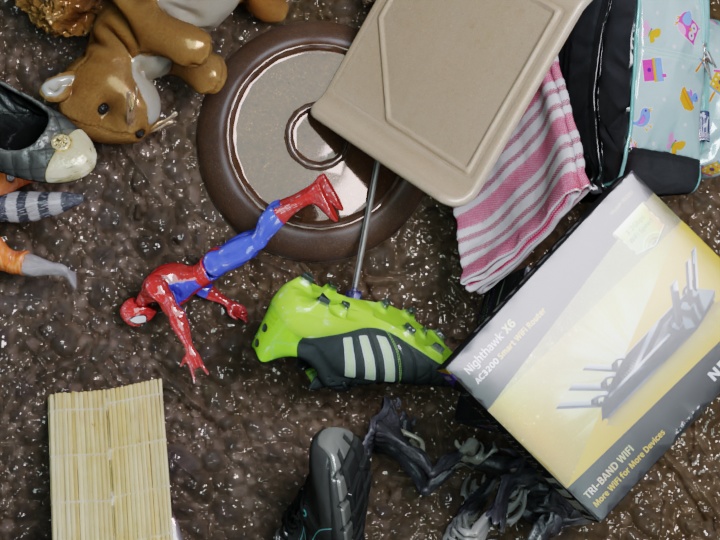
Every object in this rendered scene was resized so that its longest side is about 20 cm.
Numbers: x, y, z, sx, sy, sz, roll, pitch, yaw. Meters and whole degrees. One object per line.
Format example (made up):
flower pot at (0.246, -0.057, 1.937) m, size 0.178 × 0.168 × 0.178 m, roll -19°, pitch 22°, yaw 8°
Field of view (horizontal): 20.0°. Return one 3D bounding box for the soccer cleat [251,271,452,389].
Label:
soccer cleat at (-0.001, 0.062, 1.621) m, size 0.199 × 0.068 × 0.081 m, roll 22°, pitch 113°, yaw -39°

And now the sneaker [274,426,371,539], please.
sneaker at (-0.033, 0.205, 1.590) m, size 0.079 × 0.076 × 0.201 m, roll 8°, pitch 127°, yaw 16°

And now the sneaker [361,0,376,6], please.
sneaker at (0.089, -0.290, 1.676) m, size 0.199 × 0.071 × 0.113 m, roll -11°, pitch 90°, yaw -3°

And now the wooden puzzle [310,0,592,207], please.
wooden puzzle at (0.072, -0.167, 1.594) m, size 0.185 × 0.037 × 0.201 m, roll 36°, pitch 95°, yaw 38°

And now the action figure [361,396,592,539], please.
action figure at (0.093, 0.180, 1.624) m, size 0.199 × 0.119 × 0.103 m, roll 23°, pitch 74°, yaw 7°

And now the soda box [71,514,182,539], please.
soda box at (-0.236, 0.248, 1.613) m, size 0.199 × 0.064 × 0.069 m, roll -13°, pitch 87°, yaw -5°

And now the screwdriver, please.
screwdriver at (0.000, 0.000, 1.656) m, size 0.028 × 0.029 × 0.201 m, roll 14°, pitch 93°, yaw 28°

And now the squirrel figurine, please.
squirrel figurine at (-0.192, -0.203, 1.632) m, size 0.200 × 0.141 × 0.187 m, roll 39°, pitch 94°, yaw 13°

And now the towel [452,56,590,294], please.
towel at (0.111, -0.098, 1.593) m, size 0.030 × 0.146 × 0.201 m, roll 14°, pitch 48°, yaw -30°

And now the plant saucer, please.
plant saucer at (-0.035, -0.108, 1.672) m, size 0.199 × 0.034 × 0.202 m, roll 0°, pitch 86°, yaw -6°

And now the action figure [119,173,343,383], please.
action figure at (-0.096, 0.013, 1.632) m, size 0.199 × 0.065 × 0.099 m, roll -26°, pitch 97°, yaw 12°

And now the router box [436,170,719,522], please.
router box at (0.179, 0.055, 1.466) m, size 0.157 × 0.052 × 0.200 m, roll 44°, pitch 83°, yaw -1°

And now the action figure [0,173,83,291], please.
action figure at (-0.319, -0.075, 1.613) m, size 0.192 × 0.105 × 0.202 m, roll 2°, pitch 86°, yaw -14°

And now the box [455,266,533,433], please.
box at (0.148, 0.073, 1.589) m, size 0.105 × 0.200 × 0.123 m, roll 14°, pitch 85°, yaw -3°

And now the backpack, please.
backpack at (0.211, -0.157, 1.623) m, size 0.152 × 0.176 × 0.202 m, roll -2°, pitch 89°, yaw -27°

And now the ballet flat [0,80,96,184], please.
ballet flat at (-0.293, -0.127, 1.582) m, size 0.199 × 0.057 × 0.067 m, roll 29°, pitch 59°, yaw 11°

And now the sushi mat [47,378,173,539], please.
sushi mat at (-0.196, 0.178, 1.599) m, size 0.095 × 0.012 × 0.201 m, roll -6°, pitch 57°, yaw -3°
